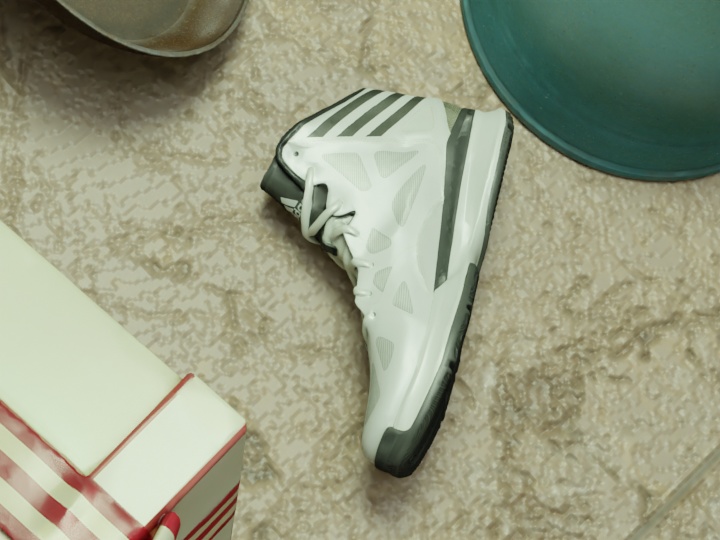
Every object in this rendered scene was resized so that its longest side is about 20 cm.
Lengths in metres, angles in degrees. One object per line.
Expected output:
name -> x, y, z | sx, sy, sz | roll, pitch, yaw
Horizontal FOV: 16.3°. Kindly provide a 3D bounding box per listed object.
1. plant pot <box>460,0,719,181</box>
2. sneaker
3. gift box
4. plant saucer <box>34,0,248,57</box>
plant pot -> 0.166, -0.171, 1.233 | 0.198, 0.188, 0.202 | 4, 71, -11
sneaker -> 0.000, 0.000, 1.210 | 0.114, 0.076, 0.202 | 13, 61, 2
gift box -> -0.163, 0.120, 1.073 | 0.186, 0.185, 0.200 | 38, 71, 13
plant saucer -> -0.132, -0.188, 1.213 | 0.200, 0.032, 0.202 | 33, 43, -37
